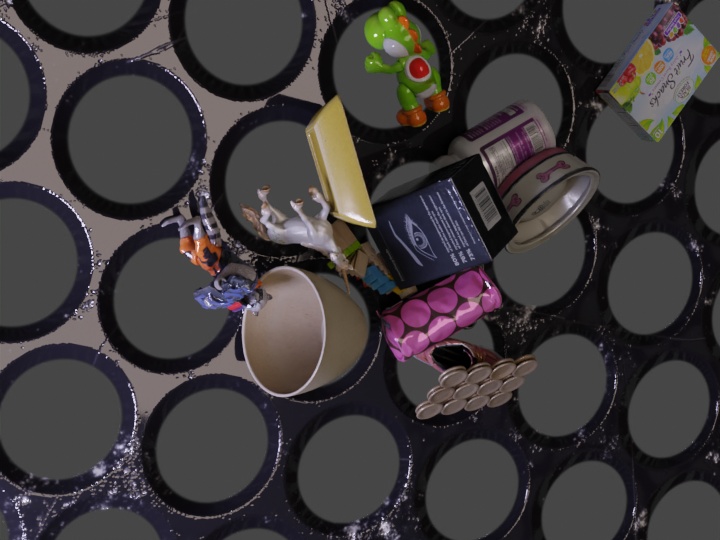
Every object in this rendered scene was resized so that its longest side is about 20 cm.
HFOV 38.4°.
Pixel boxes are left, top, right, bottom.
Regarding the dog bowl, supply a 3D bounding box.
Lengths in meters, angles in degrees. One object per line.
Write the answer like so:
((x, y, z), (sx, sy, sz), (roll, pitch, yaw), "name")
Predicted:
((0.302, -0.122, 1.736), (0.199, 0.201, 0.074), (-32, 67, -12), "dog bowl")

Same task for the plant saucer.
((-0.038, -0.158, 1.581), (0.048, 0.200, 0.202), (-16, 96, -6), "plant saucer")

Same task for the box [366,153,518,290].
((0.123, -0.075, 1.647), (0.104, 0.199, 0.149), (-41, 108, -47), "box")

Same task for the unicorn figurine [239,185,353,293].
((-0.087, -0.063, 1.611), (0.074, 0.199, 0.138), (-47, 136, -29), "unicorn figurine")

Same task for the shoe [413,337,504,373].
((0.183, 0.160, 1.783), (0.199, 0.091, 0.072), (21, 92, -22), "shoe")

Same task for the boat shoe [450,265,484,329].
((0.186, 0.004, 1.775), (0.068, 0.057, 0.202), (0, 100, -19), "boat shoe")

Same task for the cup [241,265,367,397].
((-0.073, 0.098, 1.644), (0.142, 0.199, 0.202), (5, 99, -45), "cup")

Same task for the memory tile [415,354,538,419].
((0.199, 0.199, 1.775), (0.198, 0.017, 0.154), (-4, 144, -28), "memory tile")

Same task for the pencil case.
((0.129, 0.064, 1.701), (0.199, 0.091, 0.094), (-27, 63, -9), "pencil case")

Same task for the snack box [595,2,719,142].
((0.530, -0.351, 1.840), (0.142, 0.053, 0.201), (38, 85, -23), "snack box")

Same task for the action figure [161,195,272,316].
((-0.202, -0.012, 1.573), (0.194, 0.199, 0.105), (50, 61, -20), "action figure")

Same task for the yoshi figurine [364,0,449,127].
((0.066, -0.341, 1.668), (0.111, 0.113, 0.201), (-9, 124, 22), "yoshi figurine")

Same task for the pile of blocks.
((0.000, 0.000, 1.699), (0.199, 0.062, 0.083), (37, 41, -19), "pile of blocks")

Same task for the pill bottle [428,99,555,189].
((0.217, -0.191, 1.723), (0.199, 0.112, 0.113), (-31, 108, -12), "pill bottle")
